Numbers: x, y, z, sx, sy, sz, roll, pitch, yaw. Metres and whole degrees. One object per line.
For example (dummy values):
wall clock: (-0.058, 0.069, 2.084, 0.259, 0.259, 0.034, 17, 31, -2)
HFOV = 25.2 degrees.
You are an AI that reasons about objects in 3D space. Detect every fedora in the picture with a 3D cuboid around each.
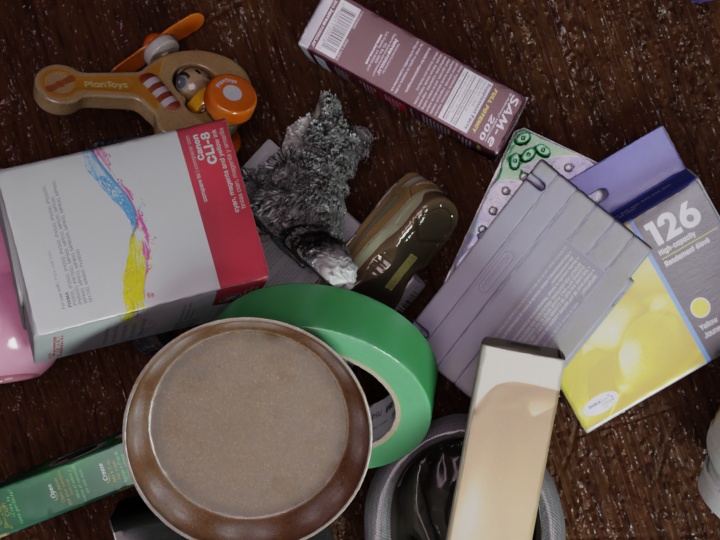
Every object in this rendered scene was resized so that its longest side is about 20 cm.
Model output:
fedora: (0.093, 0.228, 1.437, 0.175, 0.090, 0.202, -12, 89, 4)

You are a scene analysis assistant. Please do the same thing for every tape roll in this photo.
tape roll: (-0.035, 0.094, 1.361, 0.198, 0.201, 0.048, 8, 49, 4)

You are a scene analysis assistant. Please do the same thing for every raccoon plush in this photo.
raccoon plush: (-0.017, -0.065, 1.391, 0.134, 0.097, 0.200, -46, 50, -5)

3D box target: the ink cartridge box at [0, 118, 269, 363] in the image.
ink cartridge box: (-0.197, -0.021, 1.355, 0.198, 0.145, 0.146, -14, 82, -15)

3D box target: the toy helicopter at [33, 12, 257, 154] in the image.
toy helicopter: (-0.194, -0.169, 1.443, 0.198, 0.079, 0.133, -1, 57, -21)

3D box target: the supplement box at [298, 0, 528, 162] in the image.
supplement box: (0.048, -0.171, 1.429, 0.199, 0.109, 0.061, 30, 92, 3)

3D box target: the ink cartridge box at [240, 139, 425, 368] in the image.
ink cartridge box: (-0.064, 0.004, 1.480, 0.200, 0.047, 0.160, 44, 94, 19)

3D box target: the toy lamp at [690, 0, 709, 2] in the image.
toy lamp: (0.246, -0.273, 1.441, 0.198, 0.058, 0.059, 5, 91, 6)

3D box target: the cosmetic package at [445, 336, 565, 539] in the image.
cosmetic package: (0.118, 0.161, 1.336, 0.070, 0.105, 0.202, 10, 94, 5)

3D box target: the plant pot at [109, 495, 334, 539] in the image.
plant pot: (-0.103, 0.278, 1.411, 0.176, 0.200, 0.201, -18, 89, -8)

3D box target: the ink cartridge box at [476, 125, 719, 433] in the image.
ink cartridge box: (0.234, 0.007, 1.423, 0.197, 0.047, 0.201, -31, 91, 5)

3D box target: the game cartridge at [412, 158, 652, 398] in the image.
game cartridge: (0.145, 0.022, 1.396, 0.129, 0.038, 0.200, 39, 98, 1)

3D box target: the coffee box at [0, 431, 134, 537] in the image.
coffee box: (-0.235, 0.179, 1.447, 0.198, 0.123, 0.044, -21, 92, 3)

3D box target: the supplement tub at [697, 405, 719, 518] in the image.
supplement tub: (0.382, 0.124, 1.367, 0.144, 0.145, 0.201, 23, 114, 4)

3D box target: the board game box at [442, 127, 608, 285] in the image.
board game box: (0.190, 0.001, 1.461, 0.199, 0.026, 0.201, 25, 92, 3)

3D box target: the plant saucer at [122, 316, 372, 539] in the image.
plant saucer: (-0.090, 0.128, 1.289, 0.198, 0.035, 0.202, 0, 108, -2)

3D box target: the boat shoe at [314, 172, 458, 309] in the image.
boat shoe: (0.000, 0.000, 1.413, 0.200, 0.072, 0.076, -46, 46, 4)

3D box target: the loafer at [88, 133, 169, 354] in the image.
loafer: (-0.194, -0.026, 1.462, 0.072, 0.073, 0.202, -11, 90, 11)

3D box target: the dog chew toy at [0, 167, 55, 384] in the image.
dog chew toy: (-0.333, -0.001, 1.456, 0.123, 0.125, 0.202, -9, 82, 4)
